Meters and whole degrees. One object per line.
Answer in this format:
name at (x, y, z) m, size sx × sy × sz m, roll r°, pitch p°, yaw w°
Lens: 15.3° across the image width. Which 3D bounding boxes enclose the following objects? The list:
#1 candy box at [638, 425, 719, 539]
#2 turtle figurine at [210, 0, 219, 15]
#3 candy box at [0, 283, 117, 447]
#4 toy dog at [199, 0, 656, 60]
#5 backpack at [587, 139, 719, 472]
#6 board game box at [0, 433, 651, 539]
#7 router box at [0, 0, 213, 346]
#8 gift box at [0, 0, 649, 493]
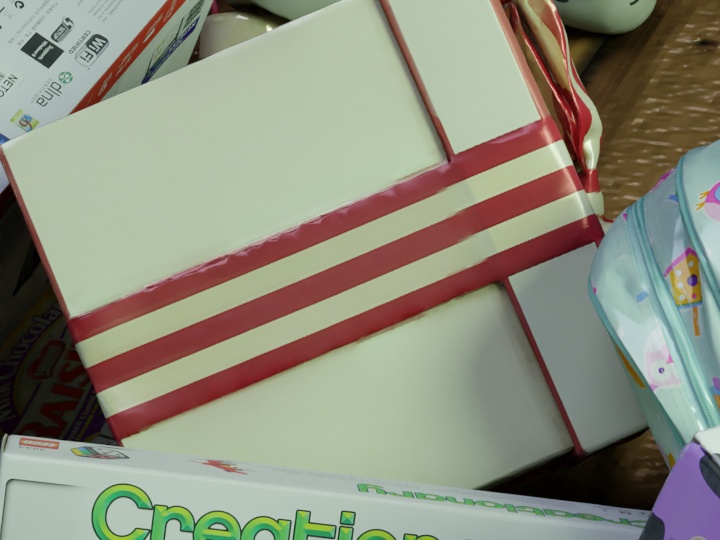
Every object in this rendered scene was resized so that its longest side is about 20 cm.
candy box at (0.136, 0.159, 0.661) m, size 0.071 × 0.168 × 0.200 m, roll -12°, pitch 46°, yaw -40°
turtle figurine at (-0.122, -0.166, 1.229) m, size 0.149 × 0.101 × 0.200 m, roll -4°, pitch 27°, yaw 3°
candy box at (-0.090, 0.030, 1.047) m, size 0.102 × 0.026 × 0.200 m, roll 8°, pitch 46°, yaw 34°
toy dog at (0.016, -0.132, 1.123) m, size 0.200 × 0.132 × 0.096 m, roll -18°, pitch -3°, yaw 11°
backpack at (0.156, 0.047, 0.769) m, size 0.126 × 0.200 × 0.167 m, roll -26°, pitch 1°, yaw 11°
board game box at (-0.013, 0.123, 0.785) m, size 0.199 × 0.127 × 0.035 m, roll 7°, pitch 7°, yaw -5°
router box at (-0.129, -0.037, 0.988) m, size 0.049 × 0.180 × 0.200 m, roll 33°, pitch 54°, yaw 3°
gift box at (0.000, 0.000, 0.900) m, size 0.186 × 0.185 × 0.200 m, roll -23°, pitch -1°, yaw -1°
